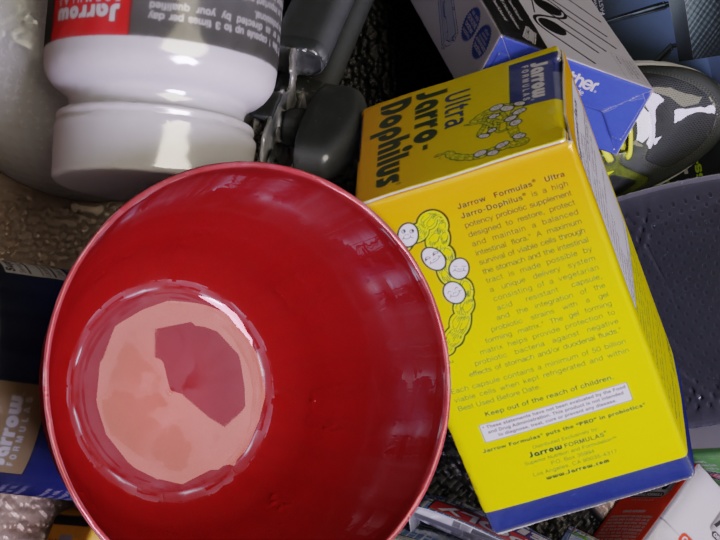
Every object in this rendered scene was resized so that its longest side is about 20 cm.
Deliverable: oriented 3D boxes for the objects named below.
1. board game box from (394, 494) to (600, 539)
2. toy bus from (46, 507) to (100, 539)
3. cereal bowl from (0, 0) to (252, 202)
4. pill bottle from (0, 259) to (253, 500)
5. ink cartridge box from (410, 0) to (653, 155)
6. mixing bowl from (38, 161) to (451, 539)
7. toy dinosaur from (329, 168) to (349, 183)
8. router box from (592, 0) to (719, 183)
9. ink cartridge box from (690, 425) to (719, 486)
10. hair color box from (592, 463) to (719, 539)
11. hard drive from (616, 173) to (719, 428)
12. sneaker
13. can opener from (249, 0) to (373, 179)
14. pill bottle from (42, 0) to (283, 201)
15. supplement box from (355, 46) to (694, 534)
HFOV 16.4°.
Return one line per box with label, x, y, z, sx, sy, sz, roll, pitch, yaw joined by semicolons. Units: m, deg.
board game box;0.088;0.171;1.269;0.200;0.200;0.062;25;96;8
toy bus;-0.067;0.179;1.307;0.200;0.065;0.078;25;75;-22
cereal bowl;-0.128;-0.137;1.299;0.200;0.083;0.200;2;85;-26
pill bottle;-0.163;0.055;1.244;0.200;0.116;0.116;8;81;-25
ink cartridge box;0.079;-0.140;1.346;0.094;0.200;0.044;17;115;-24
mixing bowl;-0.070;0.053;1.165;0.200;0.108;0.200;2;85;-27
toy dinosaur;0.000;0.000;1.343;0.200;0.086;0.136;-8;87;-35
router box;0.207;-0.111;1.421;0.062;0.150;0.200;-8;88;-42
ink cartridge box;0.296;0.106;1.450;0.200;0.145;0.084;25;75;-22
hair color box;0.153;0.216;1.415;0.102;0.061;0.200;46;68;-14
hard drive;0.183;0.017;1.376;0.042;0.200;0.135;-19;92;-39
sneaker;0.106;-0.063;1.367;0.200;0.085;0.075;-14;101;4
can opener;-0.018;-0.106;1.320;0.066;0.053;0.200;6;44;8
pill bottle;-0.093;-0.138;1.206;0.114;0.114;0.200;8;81;-25
supplement box;0.082;0.010;1.243;0.109;0.109;0.200;-17;117;11
